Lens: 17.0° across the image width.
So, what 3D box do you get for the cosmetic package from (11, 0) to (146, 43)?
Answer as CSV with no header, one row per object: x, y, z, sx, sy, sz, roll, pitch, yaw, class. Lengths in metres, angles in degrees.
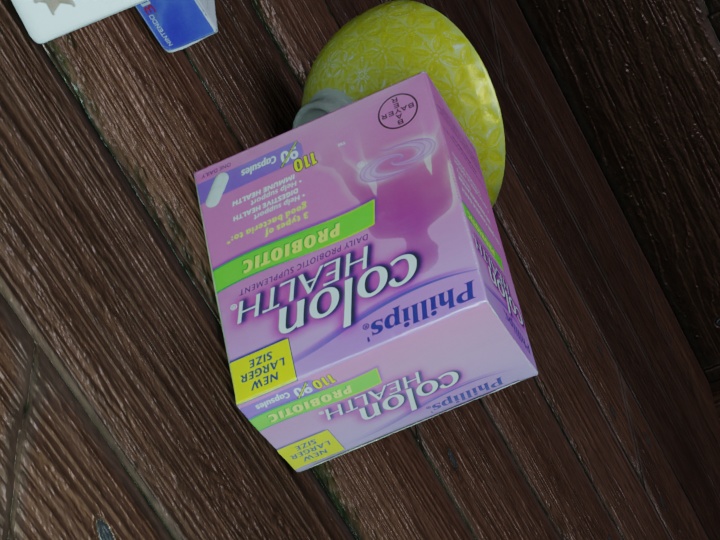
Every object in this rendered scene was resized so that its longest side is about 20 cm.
-0.150,-0.271,1.442,0.200,0.166,0.168,-92,159,-59,cosmetic package

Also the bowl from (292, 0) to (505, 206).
0.011,-0.109,1.923,0.108,0.200,0.200,-20,85,-35,bowl

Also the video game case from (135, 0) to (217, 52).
-0.167,-0.280,1.677,0.181,0.045,0.200,-97,160,-49,video game case

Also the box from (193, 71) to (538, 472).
0.000,0.000,1.574,0.097,0.176,0.200,52,20,-50,box
